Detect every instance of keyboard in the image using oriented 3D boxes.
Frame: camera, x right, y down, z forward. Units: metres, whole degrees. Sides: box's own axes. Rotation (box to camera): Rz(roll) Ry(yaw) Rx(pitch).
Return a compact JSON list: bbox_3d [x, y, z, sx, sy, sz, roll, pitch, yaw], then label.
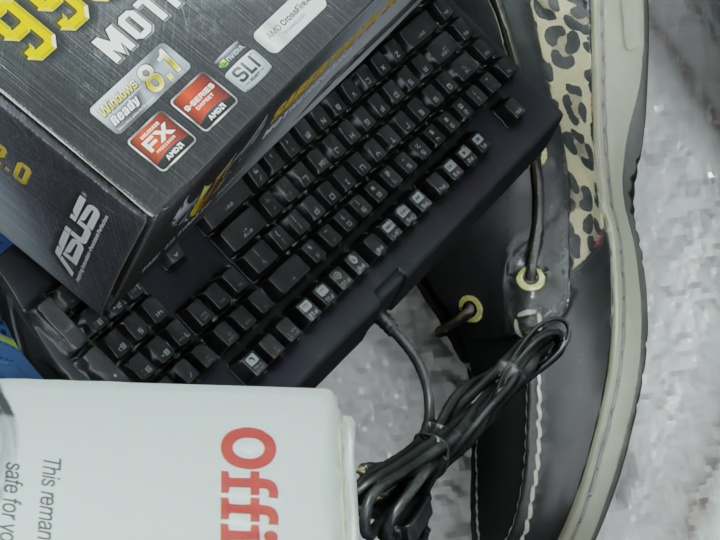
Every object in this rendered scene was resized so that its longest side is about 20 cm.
[{"bbox_3d":[0.000,0.000,0.733,0.127,0.021,0.200,49,45,-4],"label":"keyboard"}]

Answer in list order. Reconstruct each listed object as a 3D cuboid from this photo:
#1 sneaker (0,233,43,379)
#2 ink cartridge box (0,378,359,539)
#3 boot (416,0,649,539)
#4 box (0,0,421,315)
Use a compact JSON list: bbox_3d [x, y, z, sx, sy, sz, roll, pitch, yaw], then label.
[{"bbox_3d":[-0.101,-0.018,0.713,0.200,0.076,0.105,22,36,-23],"label":"sneaker"},{"bbox_3d":[-0.100,0.098,0.594,0.199,0.083,0.147,2,41,-3],"label":"ink cartridge box"},{"bbox_3d":[0.004,-0.015,0.827,0.153,0.073,0.204,10,74,-19],"label":"boot"},{"bbox_3d":[-0.059,-0.107,0.710,0.158,0.048,0.200,40,53,5],"label":"box"}]
